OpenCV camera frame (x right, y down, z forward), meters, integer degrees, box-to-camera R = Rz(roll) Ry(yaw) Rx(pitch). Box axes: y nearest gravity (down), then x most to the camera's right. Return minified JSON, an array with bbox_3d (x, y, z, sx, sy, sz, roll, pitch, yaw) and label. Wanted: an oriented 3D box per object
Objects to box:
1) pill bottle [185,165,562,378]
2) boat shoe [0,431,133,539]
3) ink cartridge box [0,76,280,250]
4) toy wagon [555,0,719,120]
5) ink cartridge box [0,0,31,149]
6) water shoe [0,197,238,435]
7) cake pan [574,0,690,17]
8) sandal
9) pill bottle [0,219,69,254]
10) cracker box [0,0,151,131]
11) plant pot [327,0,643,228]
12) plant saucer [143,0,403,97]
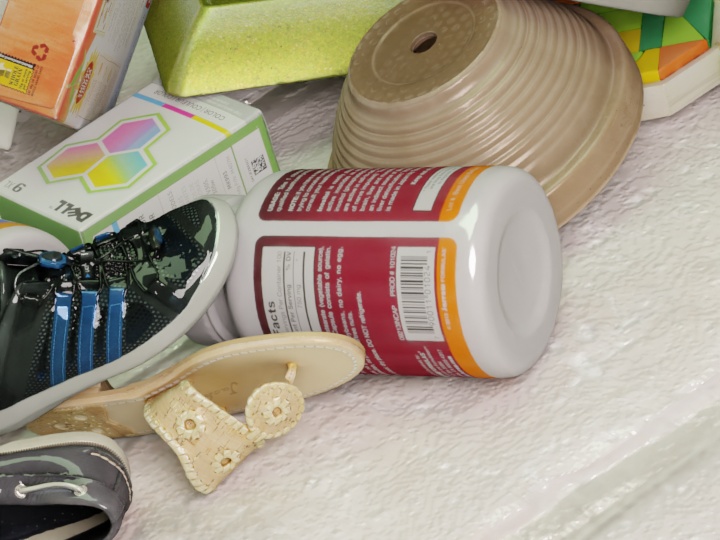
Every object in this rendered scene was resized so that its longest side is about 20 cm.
[{"bbox_3d":[0.000,0.000,1.468,0.199,0.113,0.113,1,37,29],"label":"pill bottle"},{"bbox_3d":[-0.217,0.137,1.413,0.199,0.073,0.063,-14,28,-1],"label":"boat shoe"},{"bbox_3d":[-0.156,-0.038,1.660,0.200,0.060,0.104,-36,35,-25],"label":"ink cartridge box"},{"bbox_3d":[0.164,-0.151,1.684,0.154,0.040,0.200,-9,33,16],"label":"toy wagon"},{"bbox_3d":[-0.296,-0.169,1.790,0.199,0.129,0.125,10,16,-18],"label":"ink cartridge box"},{"bbox_3d":[-0.156,0.018,1.434,0.199,0.079,0.072,-35,42,11],"label":"water shoe"},{"bbox_3d":[0.111,-0.184,1.601,0.199,0.037,0.200,11,9,-2],"label":"cake pan"},{"bbox_3d":[-0.090,0.088,1.448,0.210,0.078,0.070,-10,63,27],"label":"sandal"},{"bbox_3d":[-0.264,0.016,1.584,0.199,0.113,0.112,11,42,40],"label":"pill bottle"},{"bbox_3d":[-0.179,-0.159,1.705,0.057,0.135,0.200,19,0,3],"label":"cracker box"},{"bbox_3d":[0.057,-0.100,1.570,0.200,0.093,0.202,-21,40,19],"label":"plant pot"},{"bbox_3d":[-0.041,-0.179,1.766,0.199,0.048,0.200,-8,24,-7],"label":"plant saucer"}]
